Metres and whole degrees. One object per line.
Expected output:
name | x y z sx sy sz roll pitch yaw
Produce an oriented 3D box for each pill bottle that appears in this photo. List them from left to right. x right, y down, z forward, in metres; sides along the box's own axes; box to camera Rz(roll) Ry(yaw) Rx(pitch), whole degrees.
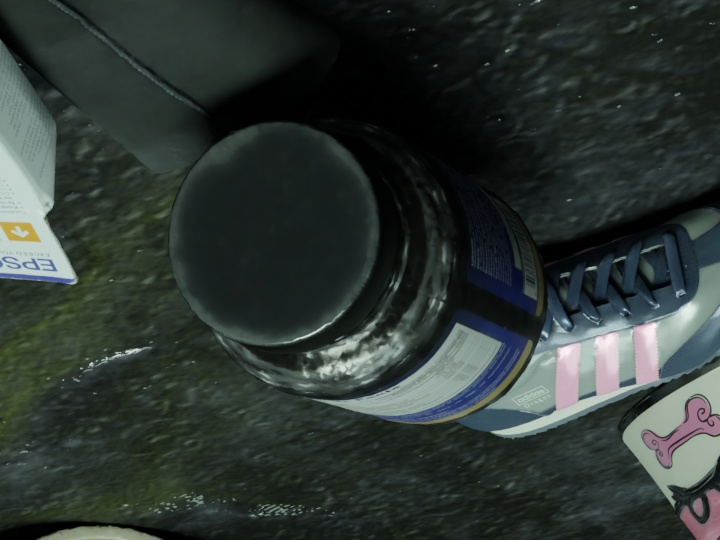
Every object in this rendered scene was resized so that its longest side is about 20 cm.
pill bottle | 0.000 0.000 0.990 0.112 0.112 0.200 -18 166 16

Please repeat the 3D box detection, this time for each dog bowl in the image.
dog bowl | 0.232 0.074 1.211 0.200 0.074 0.200 -20 163 -6

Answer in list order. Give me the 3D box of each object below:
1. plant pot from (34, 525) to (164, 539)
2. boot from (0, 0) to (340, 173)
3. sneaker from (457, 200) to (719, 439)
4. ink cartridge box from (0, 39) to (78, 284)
plant pot | -0.175 0.264 1.389 0.200 0.201 0.183 8 157 -27
boot | -0.063 -0.115 0.870 0.164 0.066 0.200 -14 147 25
sneaker | 0.106 0.021 1.146 0.200 0.070 0.082 -33 144 32
ink cartridge box | -0.217 -0.064 0.891 0.199 0.041 0.200 3 152 15
